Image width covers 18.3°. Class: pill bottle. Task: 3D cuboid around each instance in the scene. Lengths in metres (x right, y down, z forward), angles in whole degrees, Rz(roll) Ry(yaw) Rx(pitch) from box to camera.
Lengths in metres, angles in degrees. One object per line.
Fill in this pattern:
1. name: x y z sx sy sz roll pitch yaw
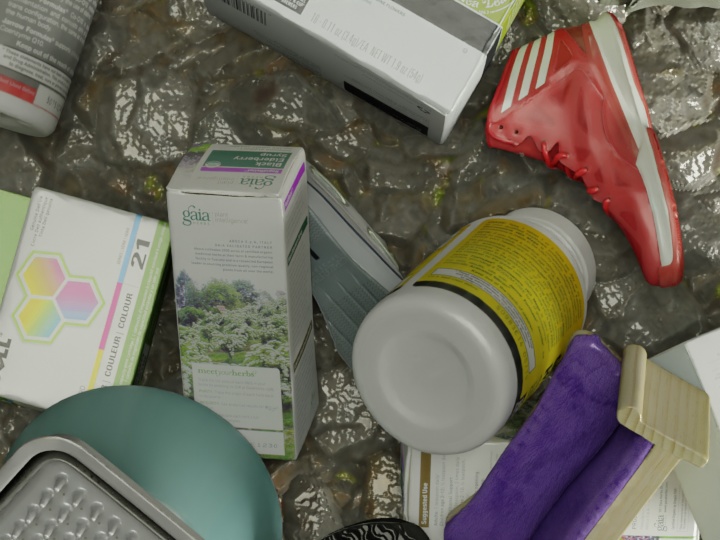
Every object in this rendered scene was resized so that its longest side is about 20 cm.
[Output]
1. pill bottle: -0.235 -0.205 1.549 0.113 0.114 0.202 18 84 1
2. pill bottle: 0.084 0.032 1.482 0.112 0.200 0.113 11 117 24

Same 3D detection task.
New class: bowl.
1. bowl: -0.158 0.189 1.478 0.199 0.105 0.203 3 112 7

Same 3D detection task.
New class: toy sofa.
1. toy sofa: 0.129 0.143 1.405 0.097 0.083 0.201 30 118 -6

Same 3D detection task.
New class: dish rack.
1. dish rack: -0.188 0.205 1.408 0.171 0.044 0.200 40 110 -8

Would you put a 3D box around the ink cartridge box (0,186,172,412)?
1. ink cartridge box: -0.240 0.016 1.546 0.198 0.076 0.149 15 84 0

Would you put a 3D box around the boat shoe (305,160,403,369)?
1. boat shoe: 0.000 0.000 1.551 0.073 0.067 0.201 -24 110 30

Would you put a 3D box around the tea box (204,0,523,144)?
1. tea box: 0.022 -0.226 1.543 0.199 0.134 0.198 29 84 2

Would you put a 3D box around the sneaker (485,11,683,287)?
1. sneaker: 0.154 -0.072 1.569 0.115 0.078 0.202 -16 73 7

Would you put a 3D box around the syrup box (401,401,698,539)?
1. syrup box: 0.128 0.139 1.519 0.198 0.079 0.082 0 106 0

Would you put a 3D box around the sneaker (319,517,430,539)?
1. sneaker: -0.029 0.230 1.505 0.200 0.090 0.070 -40 83 12

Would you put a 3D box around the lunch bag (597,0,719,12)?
1. lunch bag: 0.238 -0.277 1.559 0.162 0.118 0.202 -2 80 -2

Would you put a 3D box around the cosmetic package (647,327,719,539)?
1. cosmetic package: 0.276 0.105 1.491 0.051 0.199 0.152 -28 82 39

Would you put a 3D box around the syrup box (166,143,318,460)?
1. syrup box: -0.077 0.021 1.494 0.078 0.082 0.202 3 116 11
